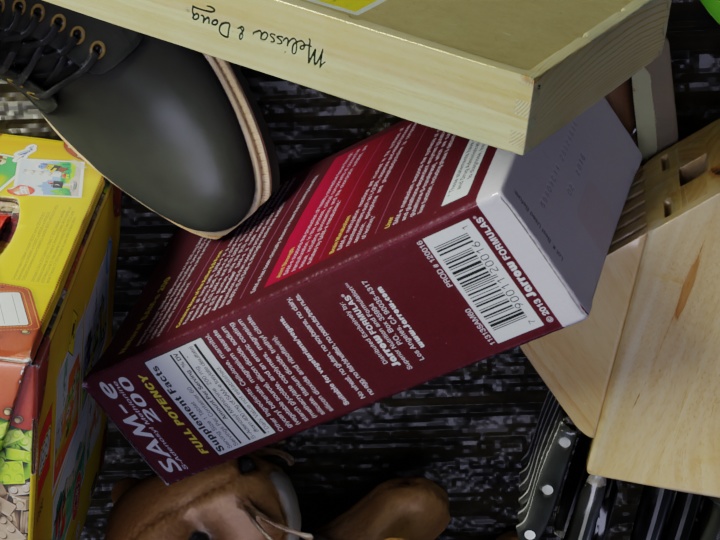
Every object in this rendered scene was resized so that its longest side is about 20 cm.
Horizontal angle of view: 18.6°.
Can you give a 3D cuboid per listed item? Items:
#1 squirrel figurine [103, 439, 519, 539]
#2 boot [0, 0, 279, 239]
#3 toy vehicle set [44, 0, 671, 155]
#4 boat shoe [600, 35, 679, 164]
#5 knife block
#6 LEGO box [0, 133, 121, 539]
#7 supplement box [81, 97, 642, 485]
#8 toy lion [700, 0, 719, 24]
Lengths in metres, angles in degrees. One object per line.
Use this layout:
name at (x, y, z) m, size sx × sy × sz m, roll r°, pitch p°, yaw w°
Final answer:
squirrel figurine at (-0.038, 0.165, 0.912) m, size 0.186 × 0.142 × 0.200 m, roll 29°, pitch 121°, yaw -19°
boot at (-0.123, -0.078, 0.800) m, size 0.077 × 0.138 × 0.200 m, roll -42°, pitch 94°, yaw 22°
toy vehicle set at (-0.005, -0.098, 0.768) m, size 0.200 × 0.124 × 0.027 m, roll 20°, pitch 118°, yaw 23°
boat shoe at (0.074, -0.126, 0.821) m, size 0.068 × 0.072 × 0.201 m, roll -8°, pitch 113°, yaw 6°
knife block at (0.139, 0.045, 0.847) m, size 0.200 × 0.064 × 0.176 m, roll -31°, pitch 111°, yaw 19°
LEGO box at (-0.146, 0.052, 0.842) m, size 0.077 × 0.200 × 0.149 m, roll 6°, pitch 113°, yaw 0°
supplement box at (0.000, 0.000, 0.831) m, size 0.200 × 0.109 × 0.061 m, roll -23°, pitch 114°, yaw 32°
toy lion at (0.212, -0.099, 0.806) m, size 0.199 × 0.069 × 0.192 m, roll 18°, pitch 142°, yaw 5°
